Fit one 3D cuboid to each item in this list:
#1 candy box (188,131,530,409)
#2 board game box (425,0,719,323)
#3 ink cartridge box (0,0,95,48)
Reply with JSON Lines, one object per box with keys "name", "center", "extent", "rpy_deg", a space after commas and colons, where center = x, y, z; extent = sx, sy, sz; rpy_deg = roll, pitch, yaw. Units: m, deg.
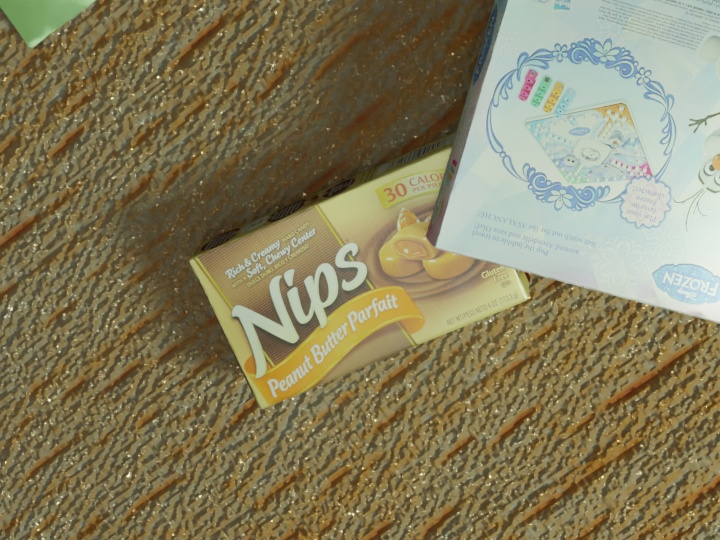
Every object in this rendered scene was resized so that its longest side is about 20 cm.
{"name": "candy box", "center": [0.000, 0.000, 1.108], "extent": [0.200, 0.055, 0.116], "rpy_deg": [-23, 101, 12]}
{"name": "board game box", "center": [0.164, -0.087, 1.041], "extent": [0.200, 0.043, 0.199], "rpy_deg": [15, 98, -9]}
{"name": "ink cartridge box", "center": [-0.228, -0.265, 1.075], "extent": [0.145, 0.048, 0.200], "rpy_deg": [-33, 96, 13]}
